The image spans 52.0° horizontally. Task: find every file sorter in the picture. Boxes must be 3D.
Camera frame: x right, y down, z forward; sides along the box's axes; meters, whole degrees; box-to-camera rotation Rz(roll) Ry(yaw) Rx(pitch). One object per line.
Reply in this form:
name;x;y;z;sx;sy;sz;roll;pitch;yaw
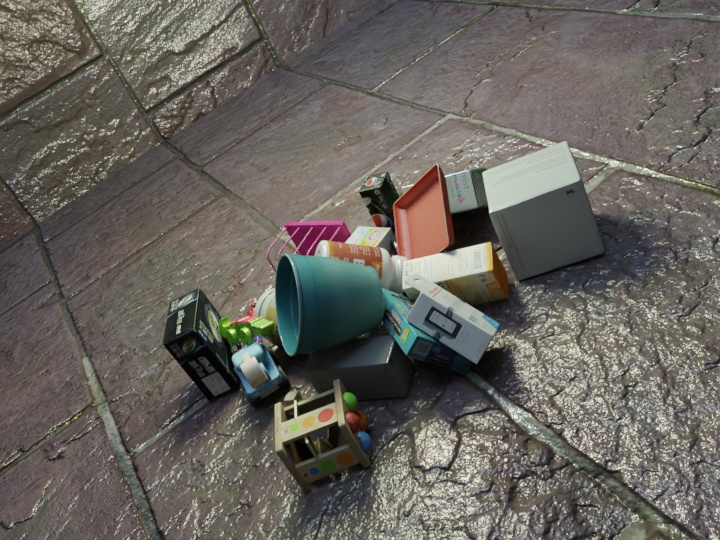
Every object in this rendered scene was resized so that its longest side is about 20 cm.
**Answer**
file sorter;-0.119;-0.031;1.879;0.198;0.140;0.126;2;44;38

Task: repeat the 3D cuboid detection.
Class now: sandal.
sandal;0.094;-0.043;1.743;0.047;0.076;0.202;3;59;-2

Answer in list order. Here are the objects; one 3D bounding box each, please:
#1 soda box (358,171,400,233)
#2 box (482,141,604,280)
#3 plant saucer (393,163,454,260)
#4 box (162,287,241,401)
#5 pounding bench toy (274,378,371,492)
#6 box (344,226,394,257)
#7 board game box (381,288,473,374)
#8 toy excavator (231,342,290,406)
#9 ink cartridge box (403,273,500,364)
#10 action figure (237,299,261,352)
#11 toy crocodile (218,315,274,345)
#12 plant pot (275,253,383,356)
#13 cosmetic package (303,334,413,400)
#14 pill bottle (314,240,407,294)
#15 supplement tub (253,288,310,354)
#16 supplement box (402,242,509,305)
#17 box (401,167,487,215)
soda box;0.070;-0.140;1.831;0.063;0.201;0.071;-9;37;30
box;0.388;-0.126;1.577;0.198;0.200;0.172;-19;34;16
plant saucer;0.144;-0.103;1.643;0.200;0.036;0.202;-41;47;54
box;-0.364;0.173;1.722;0.085;0.201;0.164;-25;32;8
pounding bench toy;-0.069;0.286;1.418;0.155;0.125;0.201;-23;33;7
box;0.003;-0.005;1.787;0.112;0.102;0.200;5;45;41
board game box;0.124;0.120;1.484;0.047;0.150;0.200;-61;29;14
toy excavator;-0.229;0.209;1.578;0.099;0.201;0.195;-31;47;-6
ink cartridge box;0.164;0.089;1.431;0.068;0.199;0.116;-61;-11;15
action figure;-0.271;0.137;1.848;0.065;0.052;0.201;-24;30;12
toy crocodile;-0.257;0.129;1.661;0.067;0.062;0.199;-25;8;-33
plant pot;-0.059;0.063;1.485;0.186;0.202;0.200;-3;27;-19
cosmetic package;-0.003;0.202;1.503;0.198;0.107;0.091;-9;37;24
pill bottle;0.000;0.000;1.630;0.198;0.113;0.113;6;30;-15
supplement tub;-0.136;0.113;1.688;0.199;0.145;0.145;7;46;43
supplement box;0.202;0.021;1.569;0.198;0.126;0.074;-13;55;23
box;0.218;-0.183;1.806;0.175;0.098;0.200;-13;4;22
